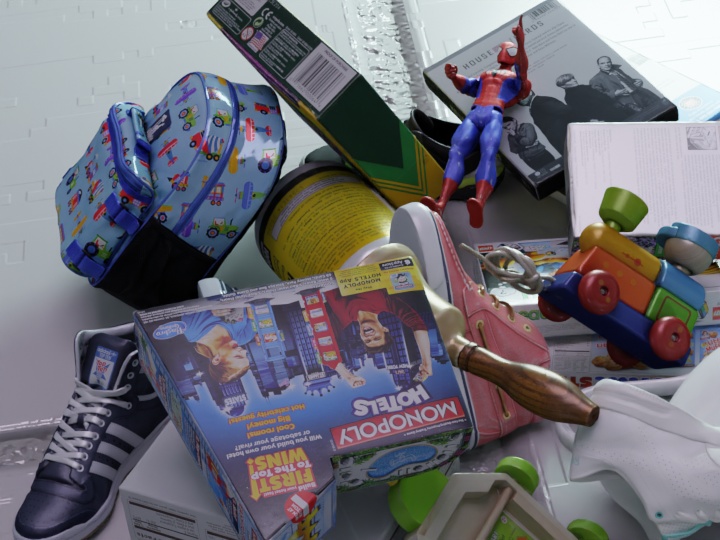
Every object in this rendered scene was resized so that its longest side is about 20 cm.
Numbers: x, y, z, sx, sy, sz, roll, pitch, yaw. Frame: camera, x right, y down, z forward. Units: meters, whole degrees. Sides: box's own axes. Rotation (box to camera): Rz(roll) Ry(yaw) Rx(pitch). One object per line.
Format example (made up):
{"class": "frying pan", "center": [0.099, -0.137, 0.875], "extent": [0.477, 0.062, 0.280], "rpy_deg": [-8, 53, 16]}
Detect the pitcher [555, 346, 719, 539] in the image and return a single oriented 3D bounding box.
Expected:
{"class": "pitcher", "center": [0.260, 0.110, 1.459], "extent": [0.199, 0.122, 0.172], "rpy_deg": [-30, 47, -13]}

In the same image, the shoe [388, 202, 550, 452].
{"class": "shoe", "center": [0.087, 0.036, 1.527], "extent": [0.091, 0.201, 0.071], "rpy_deg": [-17, 11, -20]}

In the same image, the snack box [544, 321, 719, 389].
{"class": "snack box", "center": [0.222, 0.070, 1.592], "extent": [0.199, 0.024, 0.072], "rpy_deg": [1, 36, 10]}

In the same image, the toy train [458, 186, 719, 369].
{"class": "toy train", "center": [0.183, -0.016, 1.521], "extent": [0.116, 0.199, 0.085], "rpy_deg": [-63, 16, -17]}

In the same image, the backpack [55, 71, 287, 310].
{"class": "backpack", "center": [-0.156, -0.082, 1.684], "extent": [0.134, 0.200, 0.183], "rpy_deg": [28, 28, -27]}

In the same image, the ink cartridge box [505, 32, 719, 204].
{"class": "ink cartridge box", "center": [0.226, -0.128, 1.799], "extent": [0.145, 0.084, 0.200], "rpy_deg": [-33, 45, -26]}

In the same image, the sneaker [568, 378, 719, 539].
{"class": "sneaker", "center": [0.239, 0.150, 1.341], "extent": [0.199, 0.075, 0.089], "rpy_deg": [22, 82, 20]}

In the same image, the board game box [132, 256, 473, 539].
{"class": "board game box", "center": [-0.035, 0.101, 1.299], "extent": [0.199, 0.062, 0.201], "rpy_deg": [-11, 53, -9]}

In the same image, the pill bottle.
{"class": "pill bottle", "center": [0.000, 0.000, 1.643], "extent": [0.112, 0.113, 0.200], "rpy_deg": [-21, 39, -19]}

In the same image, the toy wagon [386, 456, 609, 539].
{"class": "toy wagon", "center": [0.087, 0.196, 1.343], "extent": [0.200, 0.040, 0.155], "rpy_deg": [42, 46, -5]}

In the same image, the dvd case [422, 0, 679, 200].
{"class": "dvd case", "center": [0.167, -0.158, 1.755], "extent": [0.150, 0.025, 0.200], "rpy_deg": [-30, 46, -10]}

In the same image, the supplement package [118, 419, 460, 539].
{"class": "supplement package", "center": [-0.046, 0.170, 1.428], "extent": [0.199, 0.111, 0.156], "rpy_deg": [13, 42, 23]}

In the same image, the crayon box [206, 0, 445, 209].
{"class": "crayon box", "center": [-0.027, -0.151, 1.715], "extent": [0.058, 0.173, 0.200], "rpy_deg": [-45, 47, 1]}

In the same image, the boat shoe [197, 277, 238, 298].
{"class": "boat shoe", "center": [-0.052, 0.072, 1.413], "extent": [0.090, 0.071, 0.201], "rpy_deg": [-16, 46, -13]}

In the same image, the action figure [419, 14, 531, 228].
{"class": "action figure", "center": [0.101, -0.142, 1.683], "extent": [0.065, 0.099, 0.201], "rpy_deg": [4, 48, 21]}

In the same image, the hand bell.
{"class": "hand bell", "center": [0.085, 0.065, 1.393], "extent": [0.199, 0.105, 0.104], "rpy_deg": [26, 47, 32]}

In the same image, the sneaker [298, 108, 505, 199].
{"class": "sneaker", "center": [0.041, -0.117, 1.814], "extent": [0.199, 0.083, 0.072], "rpy_deg": [-1, 37, 7]}

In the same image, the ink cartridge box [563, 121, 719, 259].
{"class": "ink cartridge box", "center": [0.271, -0.066, 1.632], "extent": [0.199, 0.050, 0.110], "rpy_deg": [0, 64, 1]}

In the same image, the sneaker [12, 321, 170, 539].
{"class": "sneaker", "center": [-0.210, 0.121, 1.518], "extent": [0.070, 0.109, 0.200], "rpy_deg": [14, 42, 26]}

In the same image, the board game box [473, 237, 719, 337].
{"class": "board game box", "center": [0.199, 0.010, 1.639], "extent": [0.199, 0.035, 0.126], "rpy_deg": [-4, 25, -2]}
